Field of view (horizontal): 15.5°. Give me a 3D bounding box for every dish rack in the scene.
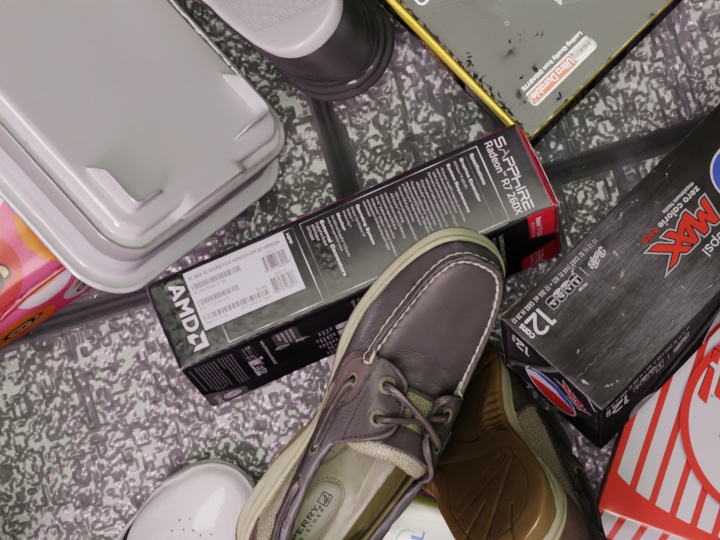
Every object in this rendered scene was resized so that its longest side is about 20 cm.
[{"bbox_3d":[-0.134,-0.099,1.312,0.200,0.172,0.044,48,132,2],"label":"dish rack"}]

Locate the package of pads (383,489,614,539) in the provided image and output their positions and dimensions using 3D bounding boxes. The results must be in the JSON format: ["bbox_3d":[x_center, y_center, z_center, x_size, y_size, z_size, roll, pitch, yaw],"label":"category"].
[{"bbox_3d":[0.040,0.189,1.331,0.199,0.068,0.155,15,88,2],"label":"package of pads"}]

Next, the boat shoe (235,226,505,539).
[{"bbox_3d":[0.012,0.076,1.247,0.072,0.066,0.201,27,105,-27],"label":"boat shoe"}]

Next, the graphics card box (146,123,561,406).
[{"bbox_3d":[0.000,0.000,1.313,0.199,0.125,0.051,-25,79,0],"label":"graphics card box"}]

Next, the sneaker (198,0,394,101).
[{"bbox_3d":[-0.058,-0.154,1.358,0.071,0.099,0.200,-45,55,3],"label":"sneaker"}]

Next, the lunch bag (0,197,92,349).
[{"bbox_3d":[-0.230,-0.034,1.348,0.200,0.082,0.176,-37,83,-3],"label":"lunch bag"}]

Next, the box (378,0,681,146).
[{"bbox_3d":[0.100,-0.187,1.362,0.200,0.049,0.160,-44,84,-1],"label":"box"}]

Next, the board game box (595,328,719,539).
[{"bbox_3d":[0.214,0.059,1.321,0.151,0.046,0.201,19,71,3],"label":"board game box"}]

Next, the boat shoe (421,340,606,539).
[{"bbox_3d":[0.068,0.097,1.288,0.073,0.200,0.065,-44,115,13],"label":"boat shoe"}]

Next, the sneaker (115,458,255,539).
[{"bbox_3d":[-0.115,0.183,1.304,0.079,0.130,0.199,39,88,3],"label":"sneaker"}]

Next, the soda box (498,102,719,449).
[{"bbox_3d":[0.160,-0.012,1.282,0.071,0.063,0.200,42,78,17],"label":"soda box"}]
